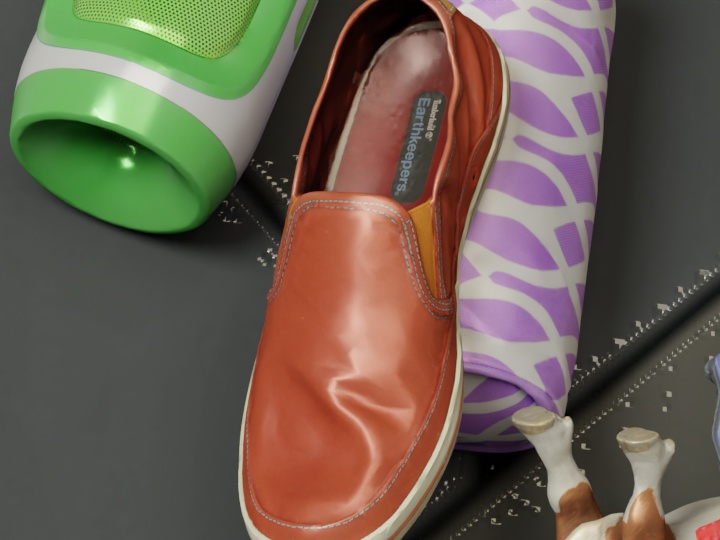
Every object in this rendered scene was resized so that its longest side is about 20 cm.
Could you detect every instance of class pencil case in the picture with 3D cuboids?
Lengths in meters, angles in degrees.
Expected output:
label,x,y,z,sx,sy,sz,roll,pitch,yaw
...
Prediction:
label,x,y,z,sx,sy,sz,roll,pitch,yaw
pencil case,0.040,-0.032,1.005,0.084,0.085,0.201,33,57,-38

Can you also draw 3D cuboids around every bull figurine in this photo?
label,x,y,z,sx,sy,sz,roll,pitch,yaw
bull figurine,0.107,0.100,0.955,0.199,0.065,0.122,-14,110,-26

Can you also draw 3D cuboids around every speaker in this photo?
label,x,y,z,sx,sy,sz,roll,pitch,yaw
speaker,-0.052,-0.115,1.016,0.088,0.088,0.201,22,64,-2

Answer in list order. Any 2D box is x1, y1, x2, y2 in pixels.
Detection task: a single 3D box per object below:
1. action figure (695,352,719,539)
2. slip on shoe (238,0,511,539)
label,x,y,z,sx,sy,sz,roll,pitch,yaw
action figure,0.178,0.115,0.870,0.193,0.105,0.201,-14,63,19
slip on shoe,0.000,0.000,0.915,0.074,0.061,0.201,4,66,25
